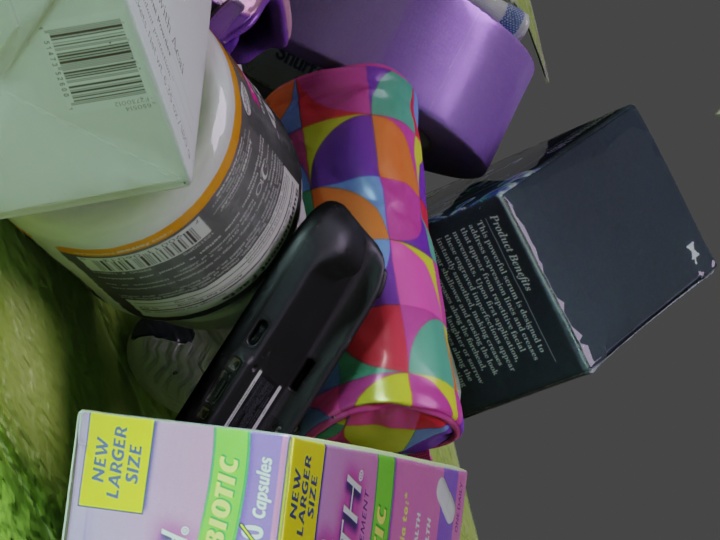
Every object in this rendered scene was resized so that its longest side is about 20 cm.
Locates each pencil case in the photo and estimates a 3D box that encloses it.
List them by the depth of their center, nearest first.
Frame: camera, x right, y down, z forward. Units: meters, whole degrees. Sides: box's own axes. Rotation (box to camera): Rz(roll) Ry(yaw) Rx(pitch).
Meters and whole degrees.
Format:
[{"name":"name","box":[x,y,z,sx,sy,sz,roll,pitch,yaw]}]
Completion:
[{"name":"pencil case","box":[0.000,0.000,1.430,0.088,0.088,0.201,59,22,-65]}]

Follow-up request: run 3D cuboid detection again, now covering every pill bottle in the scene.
[{"name":"pill bottle","box":[-0.090,-0.042,1.278,0.200,0.116,0.117,51,31,-72]}]

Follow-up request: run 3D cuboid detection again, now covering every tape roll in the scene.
[{"name":"tape roll","box":[-0.009,-0.123,1.572,0.066,0.200,0.200,-63,163,-8]}]

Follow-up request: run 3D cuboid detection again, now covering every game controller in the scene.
[{"name":"game controller","box":[-0.055,0.060,1.323,0.200,0.042,0.104,-58,157,-5]}]

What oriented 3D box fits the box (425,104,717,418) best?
[{"name":"box","box":[0.064,0.010,1.596,0.148,0.200,0.107,-33,98,-50]}]

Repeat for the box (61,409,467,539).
[{"name":"box","box":[-0.042,0.157,1.214,0.200,0.096,0.177,20,77,-66]}]

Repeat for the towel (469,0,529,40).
[{"name":"towel","box":[-0.012,-0.170,1.594,0.024,0.199,0.147,-65,-165,-5]}]

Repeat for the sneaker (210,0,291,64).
[{"name":"sneaker","box":[-0.089,-0.137,1.340,0.200,0.080,0.089,2,73,-60]}]

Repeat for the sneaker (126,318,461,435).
[{"name":"sneaker","box":[-0.060,0.065,1.494,0.199,0.129,0.080,-2,69,-44]}]

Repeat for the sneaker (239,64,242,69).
[{"name":"sneaker","box":[-0.083,-0.093,1.487,0.200,0.075,0.085,65,23,-57]}]

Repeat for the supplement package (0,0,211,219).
[{"name":"supplement package","box":[-0.128,-0.129,1.123,0.200,0.119,0.122,-88,165,-49]}]
